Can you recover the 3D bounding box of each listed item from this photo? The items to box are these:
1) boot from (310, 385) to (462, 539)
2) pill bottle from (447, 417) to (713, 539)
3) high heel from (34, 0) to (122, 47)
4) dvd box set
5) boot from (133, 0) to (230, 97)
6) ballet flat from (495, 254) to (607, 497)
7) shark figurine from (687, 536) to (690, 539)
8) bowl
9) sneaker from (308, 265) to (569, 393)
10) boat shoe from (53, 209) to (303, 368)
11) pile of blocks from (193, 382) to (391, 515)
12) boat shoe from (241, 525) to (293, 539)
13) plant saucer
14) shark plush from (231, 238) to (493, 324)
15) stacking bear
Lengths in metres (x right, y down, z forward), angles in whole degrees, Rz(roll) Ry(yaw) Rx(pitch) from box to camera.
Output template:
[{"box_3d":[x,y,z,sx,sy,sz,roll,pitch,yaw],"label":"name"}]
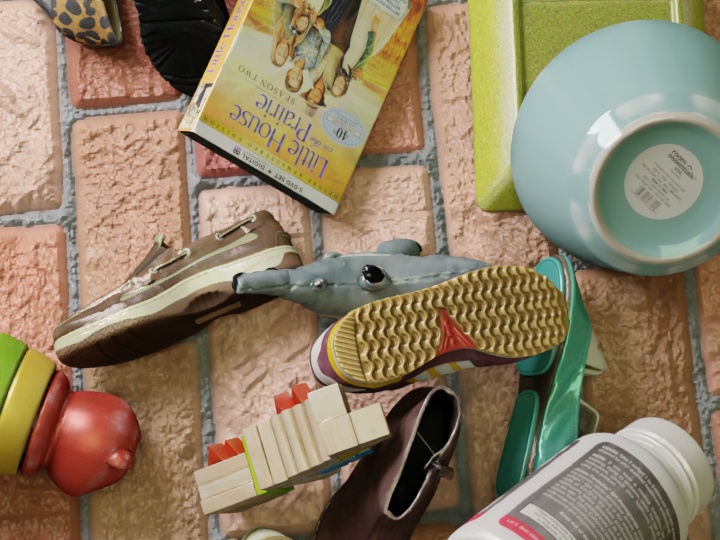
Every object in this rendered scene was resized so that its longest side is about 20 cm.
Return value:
[{"box_3d":[0.013,0.173,0.972,0.072,0.166,0.201,26,83,3],"label":"boot"},{"box_3d":[0.160,0.183,0.944,0.199,0.111,0.111,-29,82,-36],"label":"pill bottle"},{"box_3d":[-0.201,-0.285,1.066,0.142,0.071,0.200,42,113,10],"label":"high heel"},{"box_3d":[-0.041,-0.165,1.057,0.146,0.029,0.201,30,79,-32],"label":"dvd box set"},{"box_3d":[-0.137,-0.261,1.067,0.073,0.199,0.163,-4,49,17],"label":"boot"},{"box_3d":[0.155,0.091,1.049,0.070,0.067,0.202,15,80,-24],"label":"ballet flat"},{"box_3d":[0.173,0.252,0.990,0.089,0.128,0.215,41,81,15],"label":"shark figurine"},{"box_3d":[0.218,-0.076,1.004,0.199,0.105,0.202,-1,114,-2],"label":"bowl"},{"box_3d":[0.057,0.044,0.992,0.199,0.090,0.076,-7,81,-24],"label":"sneaker"},{"box_3d":[-0.148,0.011,1.050,0.201,0.075,0.075,-20,69,-11],"label":"boat shoe"},{"box_3d":[-0.047,0.122,0.986,0.082,0.200,0.063,-3,69,-47],"label":"pile of blocks"},{"box_3d":[-0.066,0.297,1.010,0.073,0.063,0.202,-6,92,-19],"label":"boat shoe"},{"box_3d":[0.191,-0.153,1.088,0.198,0.048,0.201,-1,81,-2],"label":"plant saucer"},{"box_3d":[0.000,0.000,1.015,0.199,0.083,0.092,15,75,-25],"label":"shark plush"},{"box_3d":[-0.264,0.109,1.010,0.199,0.121,0.114,20,96,-9],"label":"stacking bear"}]
